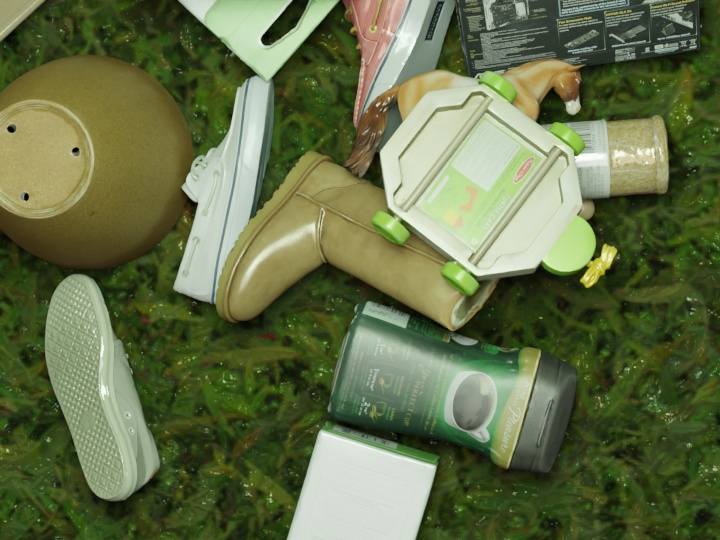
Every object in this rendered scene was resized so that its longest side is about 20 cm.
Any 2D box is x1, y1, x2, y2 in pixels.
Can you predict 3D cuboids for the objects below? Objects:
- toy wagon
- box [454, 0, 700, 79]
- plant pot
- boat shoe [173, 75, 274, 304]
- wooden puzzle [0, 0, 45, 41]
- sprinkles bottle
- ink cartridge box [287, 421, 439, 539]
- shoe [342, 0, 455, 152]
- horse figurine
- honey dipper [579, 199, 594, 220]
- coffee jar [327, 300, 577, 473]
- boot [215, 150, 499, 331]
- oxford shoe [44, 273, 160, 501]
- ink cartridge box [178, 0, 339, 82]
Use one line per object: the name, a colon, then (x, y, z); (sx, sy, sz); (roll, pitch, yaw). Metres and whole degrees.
toy wagon: (0.111, -0.054, 1.589); (0.200, 0.040, 0.155); (37, 82, 6)
box: (0.175, -0.235, 1.642); (0.199, 0.158, 0.050); (-9, 50, 5)
plant pot: (-0.243, -0.092, 1.653); (0.186, 0.200, 0.187); (0, 91, 4)
boat shoe: (-0.119, -0.069, 1.707); (0.066, 0.074, 0.201); (10, 93, 3)
wooden puzzle: (-0.351, -0.276, 1.714); (0.185, 0.046, 0.200); (45, 73, 1)
sprinkles bottle: (0.157, -0.089, 1.689); (0.199, 0.068, 0.069); (-4, 92, 4)
ink cartridge box: (-0.011, 0.241, 1.712); (0.103, 0.059, 0.201); (17, 94, 3)
shoe: (0.019, -0.207, 1.699); (0.091, 0.071, 0.201); (28, 107, 24)
horse figurine: (0.085, -0.118, 1.645); (0.199, 0.050, 0.133); (2, 73, 3)
honey dipper: (0.101, -0.035, 1.715); (0.199, 0.038, 0.038); (-10, 92, 0)
coffee jar: (0.079, 0.100, 1.694); (0.199, 0.085, 0.105); (16, 97, 4)
boot: (0.000, 0.000, 1.652); (0.200, 0.066, 0.175); (26, 77, 27)
oxford shoe: (-0.222, 0.101, 1.734); (0.075, 0.058, 0.201); (-26, 75, 35)
ink cartridge box: (-0.115, -0.263, 1.705); (0.200, 0.059, 0.104); (43, 95, 1)
